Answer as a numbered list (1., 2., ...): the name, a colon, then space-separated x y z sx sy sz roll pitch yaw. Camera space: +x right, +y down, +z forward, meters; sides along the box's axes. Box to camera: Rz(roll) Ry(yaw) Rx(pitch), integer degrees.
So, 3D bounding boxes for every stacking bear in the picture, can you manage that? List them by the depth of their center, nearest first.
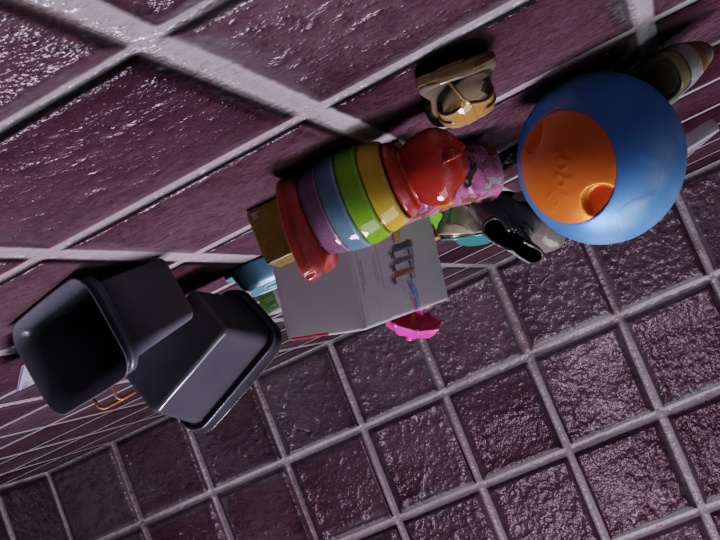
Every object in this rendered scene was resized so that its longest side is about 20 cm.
1. stacking bear: 0.020 -0.083 1.110 0.197 0.115 0.121 -23 -177 14

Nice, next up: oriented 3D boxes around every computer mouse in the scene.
1. computer mouse: 0.175 -0.134 1.576 0.058 0.034 0.199 -15 168 -46

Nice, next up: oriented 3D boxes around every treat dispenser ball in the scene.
1. treat dispenser ball: 0.285 -0.133 1.247 0.198 0.204 0.201 -22 173 -3

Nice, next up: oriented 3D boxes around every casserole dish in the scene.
1. casserole dish: -0.106 -0.008 1.582 0.197 0.039 0.121 -22 172 -6

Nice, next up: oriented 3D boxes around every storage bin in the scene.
1. storage bin: -0.294 0.076 1.253 0.199 0.147 0.134 -30 180 44
2. storage bin: -0.235 0.114 1.486 0.200 0.146 0.134 -48 157 6

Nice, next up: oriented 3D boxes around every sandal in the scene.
1. sandal: 0.098 -0.164 1.020 0.079 0.055 0.200 -23 173 1

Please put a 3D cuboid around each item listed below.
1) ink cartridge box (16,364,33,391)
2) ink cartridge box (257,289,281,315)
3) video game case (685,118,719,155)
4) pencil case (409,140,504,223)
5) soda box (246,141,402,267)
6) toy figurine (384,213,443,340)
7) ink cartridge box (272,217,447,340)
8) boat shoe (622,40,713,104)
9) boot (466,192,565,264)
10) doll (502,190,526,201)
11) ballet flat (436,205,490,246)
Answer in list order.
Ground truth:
1. ink cartridge box: -0.379 0.096 1.441 0.198 0.044 0.198 -23 173 -25
2. ink cartridge box: -0.074 0.015 1.762 0.103 0.060 0.199 -28 171 36
3. video game case: 0.390 -0.132 1.475 0.198 0.023 0.182 -32 173 -3
4. pencil case: 0.089 -0.104 1.333 0.198 0.088 0.082 -18 -158 -32
5. soda box: -0.027 -0.074 1.224 0.197 0.069 0.064 -24 174 9
6. toy figurine: 0.083 0.008 1.588 0.147 0.187 0.200 -3 161 -16
7. ink cartridge box: 0.000 0.000 1.454 0.144 0.147 0.199 -12 -179 39
8. boat shoe: 0.366 -0.230 1.312 0.068 0.076 0.200 -29 -176 -18
9. boot: 0.222 -0.047 1.452 0.198 0.131 0.068 25 116 -30
10. doll: 0.214 -0.102 1.661 0.134 0.049 0.199 -2 179 -24
11. ballet flat: 0.159 -0.074 1.572 0.069 0.070 0.200 -25 172 14
